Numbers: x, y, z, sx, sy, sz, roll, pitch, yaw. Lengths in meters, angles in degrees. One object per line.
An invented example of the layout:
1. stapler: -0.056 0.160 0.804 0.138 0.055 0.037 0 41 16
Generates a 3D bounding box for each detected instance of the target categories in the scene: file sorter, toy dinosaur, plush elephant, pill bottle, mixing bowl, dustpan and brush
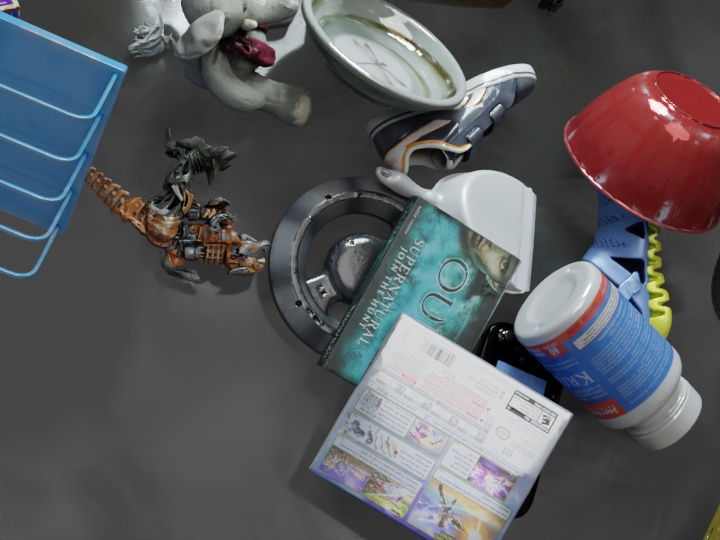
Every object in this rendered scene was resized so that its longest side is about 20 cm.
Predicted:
1. file sorter: -0.328 -0.113 1.413 0.139 0.200 0.123 23 31 -8
2. toy dinosaur: -0.183 -0.065 1.520 0.200 0.102 0.136 26 83 -30
3. plush elephant: -0.132 -0.259 1.559 0.200 0.155 0.165 5 71 -15
4. pill bottle: 0.264 0.094 1.568 0.200 0.112 0.112 44 65 -17
5. mixing bowl: 0.335 -0.147 1.639 0.200 0.108 0.200 20 35 -15
6. dustpan and brush: 0.101 -0.067 1.601 0.200 0.057 0.140 33 52 -36

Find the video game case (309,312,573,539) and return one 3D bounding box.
1. video game case: 0.079 0.170 1.492 0.200 0.045 0.181 31 84 0

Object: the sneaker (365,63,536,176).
1. sneaker: 0.111 -0.158 1.642 0.200 0.078 0.079 -22 75 -11

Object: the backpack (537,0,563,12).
1. backpack: 0.277 -0.408 1.706 0.182 0.200 0.135 -22 80 -21

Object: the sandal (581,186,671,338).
1. sandal: 0.282 -0.014 1.645 0.087 0.079 0.200 -2 71 -14

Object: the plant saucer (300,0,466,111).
1. plant saucer: 0.016 -0.223 1.579 0.200 0.050 0.200 26 31 -17

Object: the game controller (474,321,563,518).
1. game controller: 0.152 0.156 1.568 0.104 0.042 0.200 21 68 -9

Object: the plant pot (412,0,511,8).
1. plant pot: 0.086 -0.371 1.664 0.200 0.187 0.187 20 67 -23

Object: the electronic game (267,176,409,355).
1. electronic game: 0.000 0.000 1.573 0.200 0.042 0.200 3 79 -17

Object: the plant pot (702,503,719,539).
1. plant pot: 0.446 0.303 1.533 0.176 0.200 0.200 28 66 7

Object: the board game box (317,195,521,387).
1. board game box: 0.062 0.042 1.540 0.135 0.028 0.200 30 85 -16

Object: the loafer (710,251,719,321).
1. loafer: 0.450 -0.024 1.697 0.071 0.073 0.200 19 68 -9

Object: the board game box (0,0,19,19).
1. board game box: -0.430 -0.196 1.451 0.200 0.152 0.046 -14 56 -21
